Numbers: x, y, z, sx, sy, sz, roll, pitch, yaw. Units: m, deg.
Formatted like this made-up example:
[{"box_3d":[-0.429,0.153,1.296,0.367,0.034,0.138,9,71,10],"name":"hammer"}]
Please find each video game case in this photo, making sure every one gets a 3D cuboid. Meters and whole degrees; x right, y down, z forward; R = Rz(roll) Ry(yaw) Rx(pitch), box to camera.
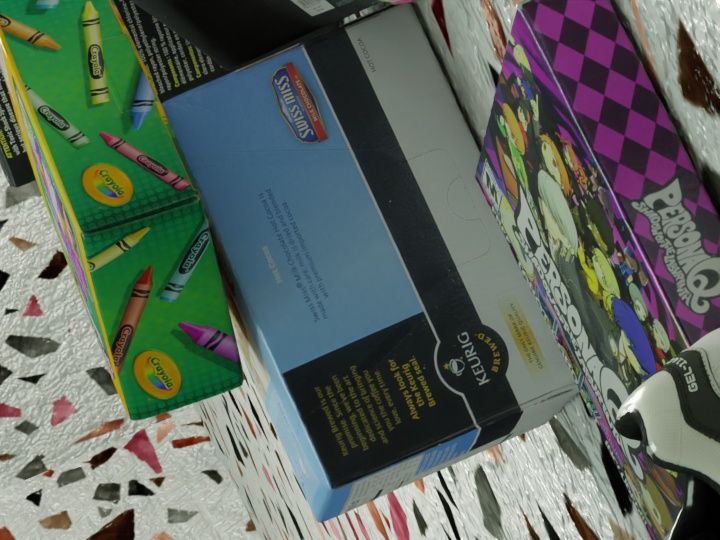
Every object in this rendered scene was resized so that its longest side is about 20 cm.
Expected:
[{"box_3d":[0.103,0.016,0.945,0.181,0.036,0.200,100,147,-73],"name":"video game case"}]

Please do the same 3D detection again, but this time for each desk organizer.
[{"box_3d":[-0.038,-0.160,1.228,0.072,0.077,0.200,35,163,-16],"name":"desk organizer"}]

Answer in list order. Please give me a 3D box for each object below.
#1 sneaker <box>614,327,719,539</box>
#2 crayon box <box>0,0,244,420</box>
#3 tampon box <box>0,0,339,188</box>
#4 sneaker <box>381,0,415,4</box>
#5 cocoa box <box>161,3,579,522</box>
[{"box_3d":[0.135,0.103,0.801,0.200,0.088,0.076,68,170,-20],"name":"sneaker"},{"box_3d":[-0.117,-0.042,1.210,0.200,0.058,0.119,-117,13,-45],"name":"crayon box"},{"box_3d":[-0.135,-0.166,1.412,0.150,0.200,0.126,-123,13,-48],"name":"tampon box"},{"box_3d":[-0.027,-0.194,1.023,0.081,0.088,0.200,-148,36,-76],"name":"sneaker"},{"box_3d":[0.000,0.000,1.236,0.133,0.131,0.200,106,140,-77],"name":"cocoa box"}]
